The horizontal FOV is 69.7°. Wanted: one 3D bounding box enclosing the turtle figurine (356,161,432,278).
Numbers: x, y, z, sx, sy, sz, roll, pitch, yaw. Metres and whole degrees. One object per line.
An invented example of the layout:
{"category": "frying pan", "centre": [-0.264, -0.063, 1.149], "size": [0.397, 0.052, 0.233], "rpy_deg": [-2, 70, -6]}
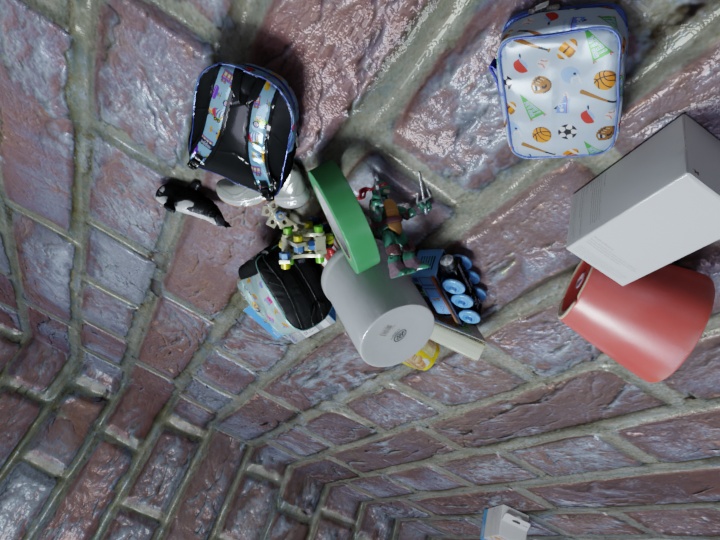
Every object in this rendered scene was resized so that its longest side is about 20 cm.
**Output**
{"category": "turtle figurine", "centre": [0.062, -0.093, 0.921], "size": [0.100, 0.148, 0.203], "rpy_deg": [-15, 92, 52]}

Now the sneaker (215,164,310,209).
{"category": "sneaker", "centre": [-0.197, -0.180, 1.012], "size": [0.197, 0.076, 0.093], "rpy_deg": [3, 134, 14]}

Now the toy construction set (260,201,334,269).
{"category": "toy construction set", "centre": [-0.126, -0.072, 1.039], "size": [0.129, 0.200, 0.093], "rpy_deg": [-11, 126, -21]}

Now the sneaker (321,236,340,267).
{"category": "sneaker", "centre": [0.000, 0.000, 1.127], "size": [0.115, 0.079, 0.200], "rpy_deg": [-17, 131, 44]}

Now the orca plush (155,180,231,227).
{"category": "orca plush", "centre": [-0.364, -0.158, 1.123], "size": [0.199, 0.105, 0.072], "rpy_deg": [29, 113, 34]}

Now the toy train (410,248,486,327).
{"category": "toy train", "centre": [0.185, 0.037, 1.066], "size": [0.113, 0.087, 0.201], "rpy_deg": [2, 144, 34]}

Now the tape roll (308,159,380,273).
{"category": "tape roll", "centre": [-0.030, -0.094, 0.925], "size": [0.048, 0.201, 0.202], "rpy_deg": [-27, 137, -5]}

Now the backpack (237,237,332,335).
{"category": "backpack", "centre": [-0.161, 0.040, 1.147], "size": [0.153, 0.176, 0.201], "rpy_deg": [-28, 99, 44]}

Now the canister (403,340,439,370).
{"category": "canister", "centre": [0.081, 0.154, 1.255], "size": [0.199, 0.087, 0.148], "rpy_deg": [39, 164, -25]}

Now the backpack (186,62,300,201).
{"category": "backpack", "centre": [-0.182, -0.247, 0.848], "size": [0.180, 0.135, 0.201], "rpy_deg": [21, 133, -1]}

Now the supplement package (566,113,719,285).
{"category": "supplement package", "centre": [0.412, -0.090, 0.733], "size": [0.119, 0.122, 0.200], "rpy_deg": [30, 146, -10]}

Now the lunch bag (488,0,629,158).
{"category": "lunch bag", "centre": [0.253, -0.239, 0.667], "size": [0.158, 0.076, 0.201], "rpy_deg": [5, 143, 27]}

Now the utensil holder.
{"category": "utensil holder", "centre": [0.033, 0.063, 1.019], "size": [0.168, 0.201, 0.172], "rpy_deg": [-16, 134, -17]}

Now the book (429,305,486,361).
{"category": "book", "centre": [0.171, 0.118, 1.153], "size": [0.198, 0.134, 0.049], "rpy_deg": [23, 104, -2]}

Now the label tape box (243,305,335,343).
{"category": "label tape box", "centre": [-0.182, 0.114, 1.324], "size": [0.198, 0.067, 0.144], "rpy_deg": [-30, 125, 15]}

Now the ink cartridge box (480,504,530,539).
{"category": "ink cartridge box", "centre": [0.614, 1.086, 2.189], "size": [0.127, 0.126, 0.201], "rpy_deg": [23, 146, -1]}

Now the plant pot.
{"category": "plant pot", "centre": [0.446, 0.058, 0.870], "size": [0.176, 0.201, 0.201], "rpy_deg": [27, 147, 11]}
